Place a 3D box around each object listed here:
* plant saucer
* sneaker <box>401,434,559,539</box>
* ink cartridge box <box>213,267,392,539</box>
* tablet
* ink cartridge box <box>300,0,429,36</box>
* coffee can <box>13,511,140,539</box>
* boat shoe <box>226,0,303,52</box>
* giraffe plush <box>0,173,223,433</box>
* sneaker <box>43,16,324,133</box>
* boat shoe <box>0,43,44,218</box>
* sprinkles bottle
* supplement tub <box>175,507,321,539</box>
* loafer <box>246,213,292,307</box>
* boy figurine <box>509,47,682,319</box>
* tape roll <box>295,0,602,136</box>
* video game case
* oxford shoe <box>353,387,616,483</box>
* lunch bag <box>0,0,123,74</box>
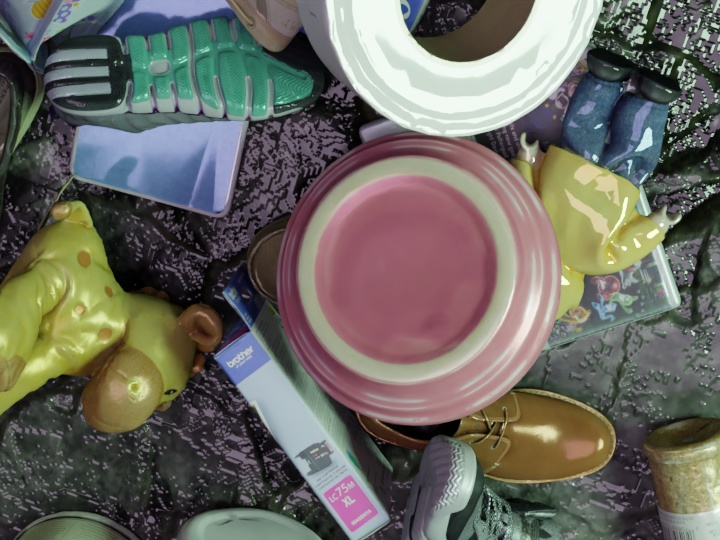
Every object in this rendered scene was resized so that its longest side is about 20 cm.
[{"bbox_3d":[0.035,0.002,1.091,0.198,0.051,0.203,-2,81,13],"label":"plant saucer"},{"bbox_3d":[0.093,0.178,1.169,0.113,0.200,0.076,10,64,-2],"label":"sneaker"},{"bbox_3d":[-0.047,0.095,1.185,0.042,0.119,0.201,-33,97,7],"label":"ink cartridge box"},{"bbox_3d":[-0.138,-0.148,1.194,0.129,0.014,0.202,15,107,5],"label":"tablet"},{"bbox_3d":[0.025,-0.246,1.124,0.093,0.044,0.201,27,107,4],"label":"ink cartridge box"},{"bbox_3d":[-0.242,0.289,1.227,0.145,0.200,0.148,2,105,9],"label":"coffee can"},{"bbox_3d":[-0.106,-0.237,1.122,0.200,0.072,0.065,48,122,13],"label":"boat shoe"},{"bbox_3d":[-0.197,0.054,1.201,0.161,0.172,0.201,33,76,-11],"label":"giraffe plush"},{"bbox_3d":[-0.128,-0.135,1.165,0.198,0.088,0.075,0,78,-12],"label":"sneaker"},{"bbox_3d":[-0.299,-0.074,1.212,0.071,0.066,0.202,28,107,1],"label":"boat shoe"},{"bbox_3d":[0.261,0.212,1.192,0.068,0.068,0.202,-12,102,12],"label":"sprinkles bottle"},{"bbox_3d":[-0.097,0.296,1.246,0.121,0.123,0.202,12,106,6],"label":"supplement tub"},{"bbox_3d":[0.000,0.000,1.166,0.198,0.067,0.077,2,107,24],"label":"loafer"},{"bbox_3d":[0.159,-0.046,1.121,0.123,0.064,0.202,21,108,7],"label":"boy figurine"},{"bbox_3d":[0.058,-0.194,1.065,0.200,0.071,0.205,-8,115,-18],"label":"tape roll"},{"bbox_3d":[0.116,-0.040,1.175,0.180,0.023,0.202,-18,100,14],"label":"video game case"},{"bbox_3d":[0.093,0.118,1.186,0.198,0.071,0.072,8,86,-2],"label":"oxford shoe"},{"bbox_3d":[-0.236,-0.242,1.110,0.170,0.127,0.200,51,143,0],"label":"lunch bag"}]
